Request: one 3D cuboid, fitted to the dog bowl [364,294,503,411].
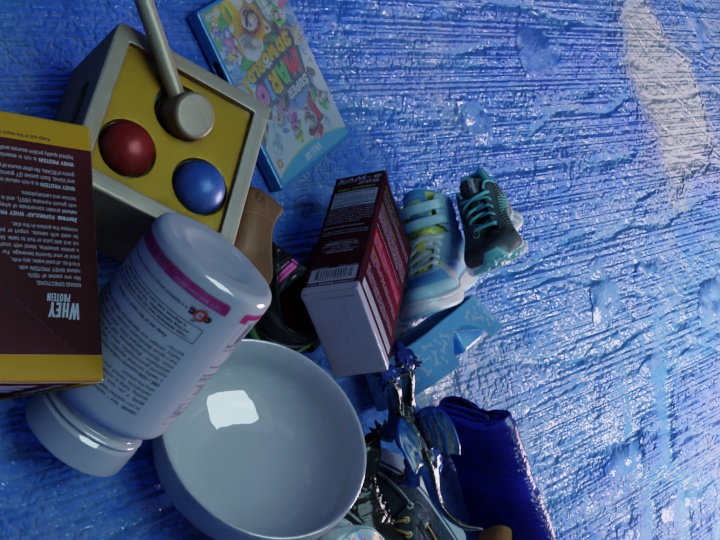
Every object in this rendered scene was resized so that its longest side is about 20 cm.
[{"bbox_3d":[0.077,0.087,1.413,0.200,0.111,0.050,-33,93,-49],"label":"dog bowl"}]

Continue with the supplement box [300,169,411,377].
[{"bbox_3d":[0.000,0.000,1.287,0.200,0.061,0.109,-75,151,-52],"label":"supplement box"}]

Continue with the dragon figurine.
[{"bbox_3d":[0.061,0.172,1.269,0.059,0.099,0.200,-21,73,-18],"label":"dragon figurine"}]

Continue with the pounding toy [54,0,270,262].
[{"bbox_3d":[-0.179,-0.127,1.096,0.184,0.142,0.201,27,59,-26],"label":"pounding toy"}]

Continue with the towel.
[{"bbox_3d":[0.151,0.245,1.445,0.049,0.148,0.201,-26,103,-20],"label":"towel"}]

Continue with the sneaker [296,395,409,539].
[{"bbox_3d":[-0.001,0.209,1.274,0.200,0.060,0.104,35,84,-18],"label":"sneaker"}]

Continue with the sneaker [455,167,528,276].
[{"bbox_3d":[0.137,-0.058,1.445,0.091,0.077,0.200,60,11,-15],"label":"sneaker"}]

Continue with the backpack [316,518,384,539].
[{"bbox_3d":[-0.020,0.327,1.214,0.167,0.126,0.200,-39,108,-45],"label":"backpack"}]

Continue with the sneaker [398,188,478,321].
[{"bbox_3d":[0.069,-0.022,1.434,0.200,0.079,0.131,-41,112,-72],"label":"sneaker"}]

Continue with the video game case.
[{"bbox_3d":[-0.092,-0.202,1.343,0.143,0.018,0.200,-44,115,-47],"label":"video game case"}]

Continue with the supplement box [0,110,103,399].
[{"bbox_3d":[-0.311,-0.008,0.934,0.197,0.133,0.201,5,77,-50],"label":"supplement box"}]

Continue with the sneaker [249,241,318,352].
[{"bbox_3d":[-0.093,-0.009,1.241,0.200,0.084,0.077,61,41,-21],"label":"sneaker"}]

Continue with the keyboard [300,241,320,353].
[{"bbox_3d":[-0.012,0.017,1.386,0.127,0.021,0.200,58,44,-23],"label":"keyboard"}]

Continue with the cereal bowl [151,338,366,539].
[{"bbox_3d":[-0.099,0.168,1.162,0.199,0.083,0.201,16,49,-19],"label":"cereal bowl"}]

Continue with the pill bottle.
[{"bbox_3d":[-0.174,0.062,1.024,0.113,0.200,0.113,38,12,-10],"label":"pill bottle"}]

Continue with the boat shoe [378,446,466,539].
[{"bbox_3d":[0.044,0.273,1.349,0.200,0.071,0.091,51,46,-30],"label":"boat shoe"}]

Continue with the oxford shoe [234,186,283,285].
[{"bbox_3d":[-0.116,0.013,1.145,0.071,0.071,0.201,26,68,-20],"label":"oxford shoe"}]

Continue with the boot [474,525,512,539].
[{"bbox_3d":[0.139,0.342,1.361,0.077,0.200,0.155,31,55,3],"label":"boot"}]
